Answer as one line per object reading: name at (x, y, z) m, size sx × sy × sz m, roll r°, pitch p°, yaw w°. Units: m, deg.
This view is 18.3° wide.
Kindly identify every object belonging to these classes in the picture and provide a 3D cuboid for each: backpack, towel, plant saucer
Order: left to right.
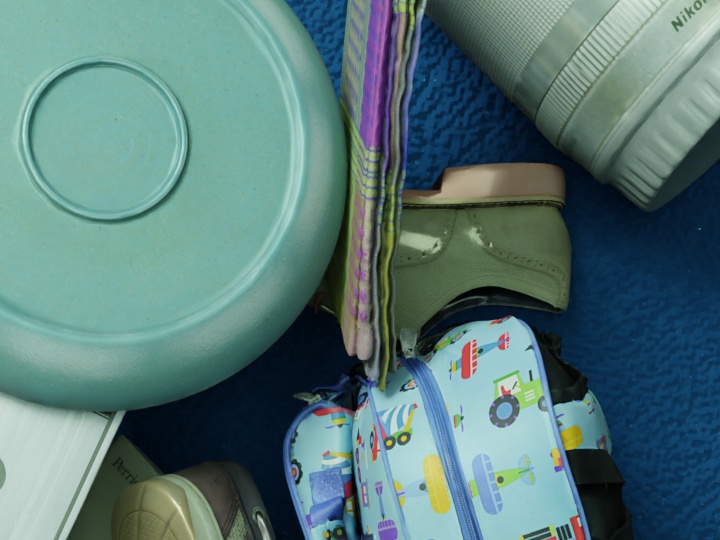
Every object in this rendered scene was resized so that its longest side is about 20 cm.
plant saucer at (-0.099, -0.048, 0.855) m, size 0.198 × 0.027 × 0.202 m, roll 3°, pitch 77°, yaw -12°
towel at (0.007, -0.066, 0.896) m, size 0.023 × 0.144 × 0.202 m, roll 4°, pitch 103°, yaw -5°
backpack at (0.045, 0.111, 0.911) m, size 0.133 × 0.200 × 0.184 m, roll -14°, pitch 86°, yaw -2°

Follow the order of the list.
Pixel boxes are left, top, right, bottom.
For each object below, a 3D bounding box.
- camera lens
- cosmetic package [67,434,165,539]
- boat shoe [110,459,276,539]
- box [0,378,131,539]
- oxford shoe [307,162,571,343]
camera lens at (0.108, -0.147, 0.990) m, size 0.160 × 0.160 × 0.200 m, roll -42°, pitch 80°, yaw -7°
cosmetic package at (-0.137, 0.179, 0.974) m, size 0.105 × 0.071 × 0.200 m, roll 43°, pitch 82°, yaw 9°
boat shoe at (-0.042, 0.174, 0.911) m, size 0.065 × 0.072 × 0.202 m, roll -21°, pitch 95°, yaw -40°
box at (-0.133, 0.067, 0.900) m, size 0.060 × 0.117 × 0.201 m, roll 25°, pitch 76°, yaw -5°
oxford shoe at (0.000, 0.000, 1.010) m, size 0.198 × 0.071 × 0.075 m, roll -9°, pitch 81°, yaw 0°
